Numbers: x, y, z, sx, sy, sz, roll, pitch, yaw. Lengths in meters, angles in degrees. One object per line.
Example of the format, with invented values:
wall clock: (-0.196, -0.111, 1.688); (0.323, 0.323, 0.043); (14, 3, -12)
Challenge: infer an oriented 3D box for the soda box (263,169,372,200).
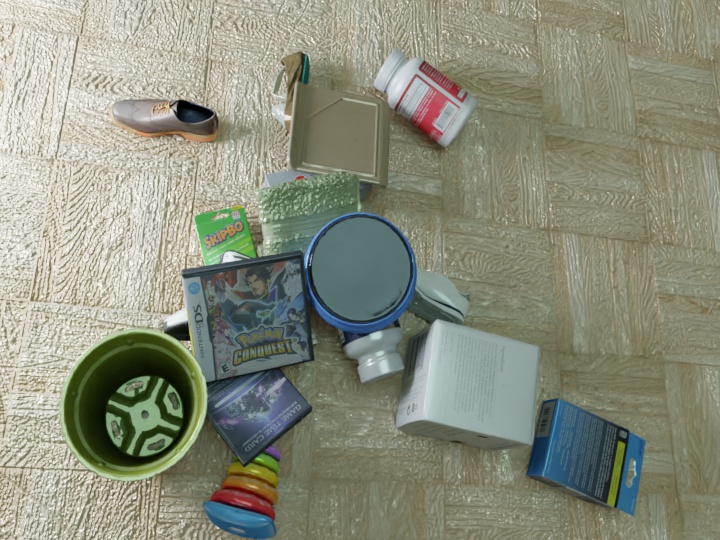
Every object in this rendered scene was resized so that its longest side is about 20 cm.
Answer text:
soda box: (-0.081, -0.155, 1.216); (0.194, 0.064, 0.070); (-15, 75, -19)

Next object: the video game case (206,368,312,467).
video game case: (-0.193, 0.197, 1.060); (0.141, 0.019, 0.200); (-33, 66, -29)

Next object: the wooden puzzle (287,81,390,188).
wooden puzzle: (-0.038, -0.251, 1.213); (0.193, 0.037, 0.191); (10, 66, -15)

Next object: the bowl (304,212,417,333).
bowl: (0.000, 0.000, 1.085); (0.193, 0.039, 0.208); (0, 76, -2)

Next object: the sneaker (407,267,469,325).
sneaker: (0.116, 0.032, 1.217); (0.197, 0.076, 0.082); (34, 56, -8)

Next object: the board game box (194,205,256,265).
board game box: (-0.229, -0.010, 1.152); (0.093, 0.030, 0.206); (-13, 80, -16)

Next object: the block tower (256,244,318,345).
block tower: (-0.133, 0.044, 1.147); (0.052, 0.058, 0.206); (-15, 76, -18)

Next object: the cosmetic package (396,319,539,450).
cosmetic package: (0.183, 0.204, 1.124); (0.194, 0.165, 0.170); (15, 70, -9)

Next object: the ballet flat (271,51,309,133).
ballet flat: (-0.137, -0.333, 1.262); (0.070, 0.068, 0.207); (-2, 73, 6)

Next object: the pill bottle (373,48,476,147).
pill bottle: (0.127, -0.350, 1.307); (0.198, 0.112, 0.114); (36, 68, -2)

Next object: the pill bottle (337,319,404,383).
pill bottle: (0.011, 0.087, 1.141); (0.108, 0.111, 0.206); (-13, 77, -18)

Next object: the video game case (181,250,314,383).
video game case: (-0.178, 0.075, 1.045); (0.193, 0.025, 0.187); (-10, 105, -16)

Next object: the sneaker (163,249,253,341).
sneaker: (-0.244, 0.039, 1.097); (0.195, 0.076, 0.118); (-18, 63, -12)

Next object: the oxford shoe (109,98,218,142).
oxford shoe: (-0.355, -0.288, 1.178); (0.193, 0.073, 0.074); (3, 73, -14)

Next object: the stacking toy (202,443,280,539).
stacking toy: (-0.168, 0.312, 1.041); (0.112, 0.111, 0.205); (11, 58, 4)

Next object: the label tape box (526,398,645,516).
label tape box: (0.418, 0.345, 1.199); (0.195, 0.066, 0.147); (25, 69, -9)

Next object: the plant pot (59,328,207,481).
plant pot: (-0.329, 0.209, 0.974); (0.193, 0.185, 0.207); (4, 71, -13)

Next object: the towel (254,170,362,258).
towel: (-0.083, -0.089, 1.130); (0.194, 0.036, 0.154); (-12, 101, -24)
